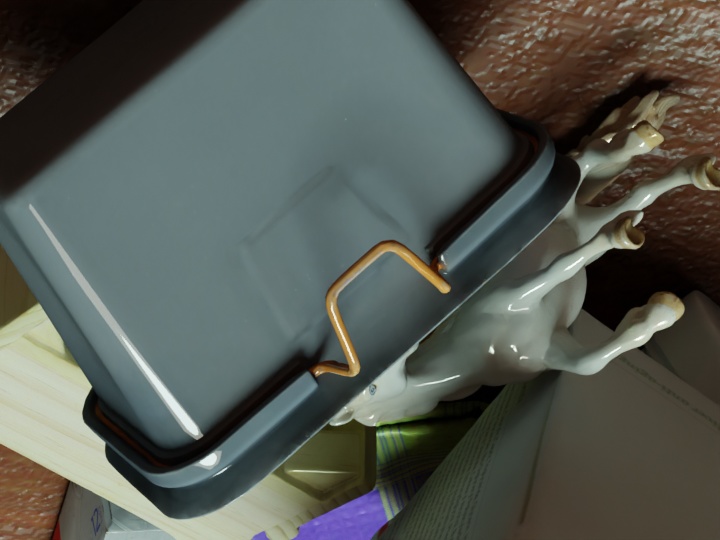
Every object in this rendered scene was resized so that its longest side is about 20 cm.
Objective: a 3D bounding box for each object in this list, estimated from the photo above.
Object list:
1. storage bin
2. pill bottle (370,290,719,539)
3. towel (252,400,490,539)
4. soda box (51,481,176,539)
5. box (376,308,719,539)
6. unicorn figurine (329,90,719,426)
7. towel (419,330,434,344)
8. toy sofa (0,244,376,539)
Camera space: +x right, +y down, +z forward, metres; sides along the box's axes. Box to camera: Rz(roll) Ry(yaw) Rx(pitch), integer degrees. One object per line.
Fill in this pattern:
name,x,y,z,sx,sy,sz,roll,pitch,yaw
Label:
storage bin,-0.040,-0.030,0.896,0.200,0.145,0.135,-41,115,-10
pill bottle,0.111,0.110,1.161,0.200,0.114,0.114,-40,136,12
towel,0.014,0.137,1.261,0.143,0.023,0.200,-12,142,-1
soda box,-0.117,0.157,1.213,0.068,0.064,0.200,1,140,-19
box,0.105,0.166,1.001,0.199,0.200,0.172,34,119,-6
unicorn figurine,0.067,0.005,0.995,0.137,0.200,0.074,-26,98,36
towel,0.000,0.000,1.091,0.199,0.018,0.086,23,128,-37
toy sofa,-0.091,0.039,1.045,0.097,0.083,0.200,-30,135,33
